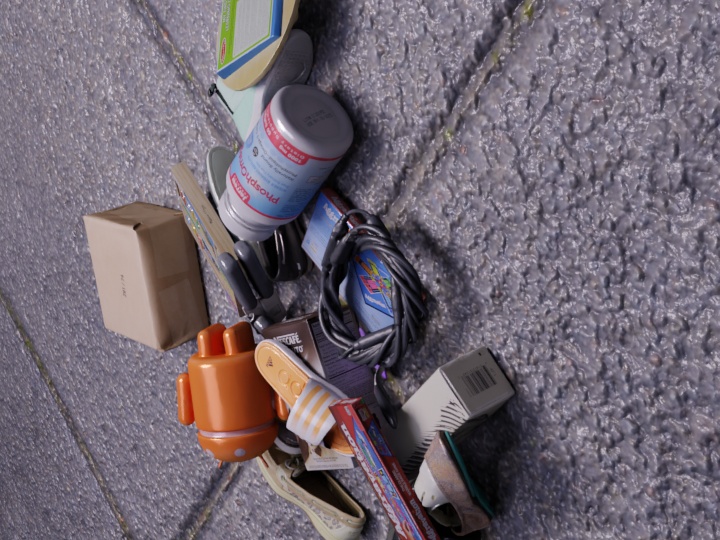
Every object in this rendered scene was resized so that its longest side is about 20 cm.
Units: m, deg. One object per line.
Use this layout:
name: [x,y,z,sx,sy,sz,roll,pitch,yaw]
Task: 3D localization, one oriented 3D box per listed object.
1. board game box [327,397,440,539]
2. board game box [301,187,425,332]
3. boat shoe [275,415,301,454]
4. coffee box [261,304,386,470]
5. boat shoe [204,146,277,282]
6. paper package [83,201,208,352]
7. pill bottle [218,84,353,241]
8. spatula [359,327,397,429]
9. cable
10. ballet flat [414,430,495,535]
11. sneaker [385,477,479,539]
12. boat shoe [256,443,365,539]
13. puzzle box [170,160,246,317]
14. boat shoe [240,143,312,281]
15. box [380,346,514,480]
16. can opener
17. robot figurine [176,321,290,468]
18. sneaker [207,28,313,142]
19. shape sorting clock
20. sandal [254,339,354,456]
board game box: [0.029,0.242,1.355,0.201,0.019,0.103,61,162,-1]
board game box: [0.000,0.000,1.438,0.200,0.019,0.103,50,141,26]
boat shoe: [-0.137,0.175,1.668,0.200,0.072,0.060,46,131,25]
coffee box: [-0.043,0.155,1.523,0.113,0.080,0.201,-16,93,52]
boat shoe: [-0.169,-0.073,1.596,0.062,0.073,0.201,-29,87,50]
paper package: [-0.341,0.005,1.830,0.190,0.103,0.201,13,116,49]
pill bottle: [-0.100,-0.127,1.428,0.109,0.108,0.200,57,134,18]
spatula: [0.024,0.136,1.405,0.200,0.020,0.057,-104,-3,-63]
cable: [0.012,0.035,1.378,0.163,0.051,0.201,43,134,25]
ballet flat: [0.100,0.251,1.312,0.200,0.067,0.068,61,-176,-47]
sneaker: [0.087,0.358,1.449,0.114,0.076,0.201,33,124,49]
boat shoe: [-0.067,0.303,1.638,0.200,0.073,0.063,40,129,21]
puzzle box: [-0.211,-0.044,1.642,0.200,0.025,0.133,56,164,33]
boat shoe: [-0.126,-0.080,1.547,0.067,0.057,0.201,-31,81,54]
box: [0.092,0.174,1.357,0.069,0.082,0.200,56,143,17]
can opener: [-0.133,0.038,1.543,0.067,0.053,0.200,48,168,30]
robot figurine: [-0.171,0.173,1.578,0.116,0.143,0.202,-168,70,-67]
sneaker: [-0.133,-0.254,1.463,0.118,0.073,0.201,53,141,19]
shape sorting clock: [-0.123,-0.315,1.405,0.199,0.039,0.201,-23,59,46]
sandal: [-0.077,0.168,1.453,0.206,0.059,0.080,38,124,27]
